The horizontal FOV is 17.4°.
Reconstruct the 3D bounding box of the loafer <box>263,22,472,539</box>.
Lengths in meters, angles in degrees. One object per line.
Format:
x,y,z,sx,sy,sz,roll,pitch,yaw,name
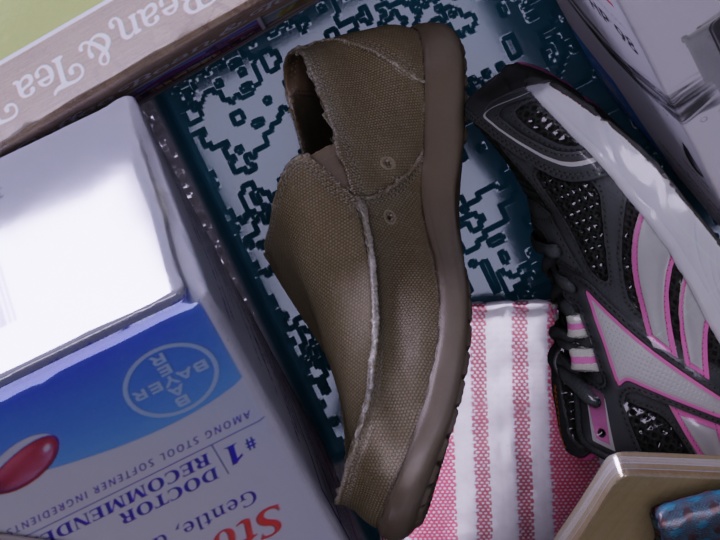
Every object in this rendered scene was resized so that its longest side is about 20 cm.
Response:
0.000,0.000,0.801,0.067,0.076,0.201,5,52,-5,loafer

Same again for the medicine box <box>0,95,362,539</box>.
-0.108,0.075,0.773,0.181,0.103,0.201,-26,135,0,medicine box

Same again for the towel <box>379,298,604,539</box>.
0.103,0.079,0.865,0.198,0.030,0.148,-2,95,0,towel

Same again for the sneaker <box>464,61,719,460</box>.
0.095,0.023,0.806,0.086,0.080,0.200,-38,94,5,sneaker

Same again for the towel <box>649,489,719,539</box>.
0.192,0.091,0.762,0.198,0.147,0.022,-14,49,-3,towel

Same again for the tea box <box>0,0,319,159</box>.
-0.105,-0.155,0.797,0.199,0.134,0.198,-29,92,1,tea box

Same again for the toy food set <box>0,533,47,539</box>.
-0.151,0.146,0.702,0.199,0.061,0.144,14,124,-32,toy food set

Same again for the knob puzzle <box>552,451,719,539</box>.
0.122,0.125,0.813,0.218,0.220,0.031,-18,50,0,knob puzzle

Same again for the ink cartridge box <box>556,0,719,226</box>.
0.097,-0.108,0.760,0.066,0.116,0.200,-35,137,2,ink cartridge box
